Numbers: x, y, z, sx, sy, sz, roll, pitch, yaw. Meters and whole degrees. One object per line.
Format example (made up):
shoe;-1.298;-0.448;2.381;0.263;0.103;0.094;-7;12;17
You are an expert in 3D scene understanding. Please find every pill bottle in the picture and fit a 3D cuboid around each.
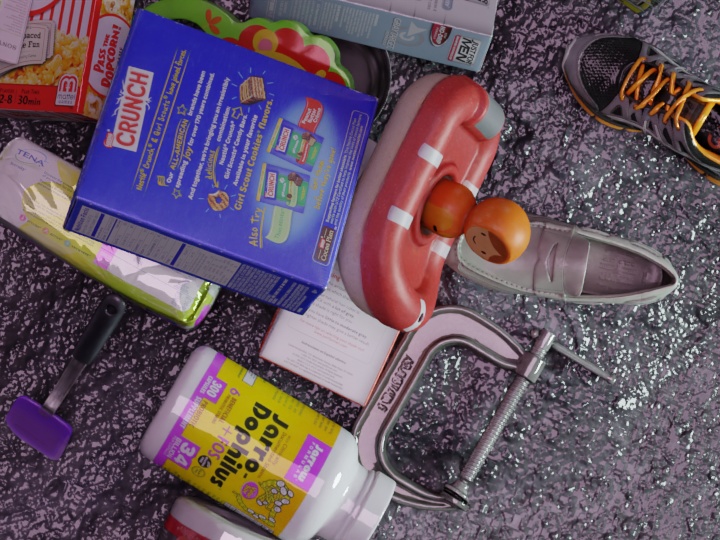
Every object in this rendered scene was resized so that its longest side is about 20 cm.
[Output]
pill bottle;-0.073;0.153;1.552;0.199;0.104;0.105;31;88;-3
pill bottle;-0.140;0.295;1.543;0.110;0.111;0.202;24;88;-3

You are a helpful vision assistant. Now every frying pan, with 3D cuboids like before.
frying pan;-0.066;-0.149;1.588;0.188;0.031;0.116;-17;81;4

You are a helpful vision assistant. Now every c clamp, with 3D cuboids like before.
c clamp;0.093;0.121;1.599;0.170;0.027;0.201;36;87;-2

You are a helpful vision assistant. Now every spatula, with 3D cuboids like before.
spatula;-0.233;0.084;1.526;0.056;0.021;0.200;33;125;-3

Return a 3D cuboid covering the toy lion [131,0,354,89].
toy lion;-0.107;-0.141;1.550;0.191;0.069;0.201;-36;91;11

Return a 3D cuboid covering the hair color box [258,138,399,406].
hair color box;0.000;0.000;1.578;0.101;0.061;0.201;26;89;-3

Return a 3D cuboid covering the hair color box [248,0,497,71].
hair color box;0.015;-0.241;1.565;0.198;0.061;0.100;13;64;-2

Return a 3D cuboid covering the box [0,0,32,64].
box;-0.312;-0.273;1.536;0.143;0.036;0.202;12;88;38

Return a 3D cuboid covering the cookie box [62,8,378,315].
cookie box;-0.105;-0.082;1.444;0.198;0.075;0.173;20;65;-10

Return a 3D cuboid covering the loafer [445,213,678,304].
loafer;0.167;-0.009;1.566;0.198;0.070;0.071;6;90;-15

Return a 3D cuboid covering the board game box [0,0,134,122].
board game box;-0.247;-0.222;1.528;0.150;0.046;0.202;5;84;37

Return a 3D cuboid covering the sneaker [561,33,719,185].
sneaker;0.261;-0.140;1.587;0.199;0.077;0.079;29;90;-1

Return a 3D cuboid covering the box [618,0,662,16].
box;0.173;-0.288;1.553;0.199;0.137;0.038;34;88;-3

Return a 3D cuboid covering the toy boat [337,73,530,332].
toy boat;0.072;-0.044;1.476;0.130;0.130;0.201;25;88;24

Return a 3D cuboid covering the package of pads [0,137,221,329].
package of pads;-0.204;-0.025;1.519;0.199;0.155;0.069;30;84;-2
